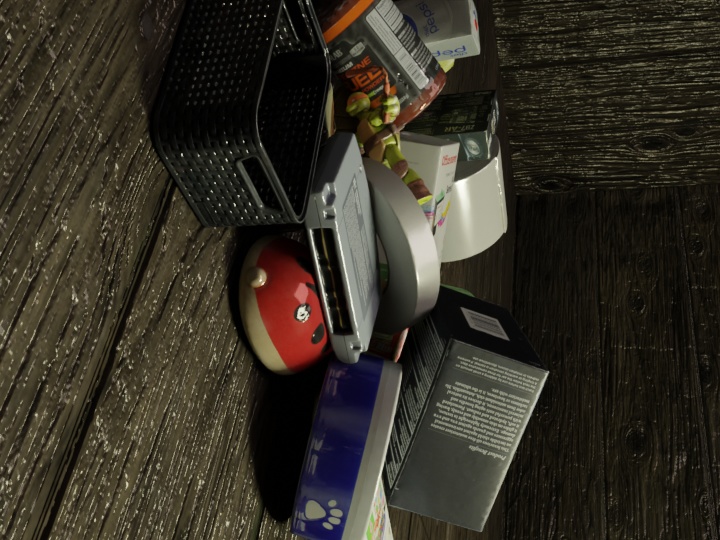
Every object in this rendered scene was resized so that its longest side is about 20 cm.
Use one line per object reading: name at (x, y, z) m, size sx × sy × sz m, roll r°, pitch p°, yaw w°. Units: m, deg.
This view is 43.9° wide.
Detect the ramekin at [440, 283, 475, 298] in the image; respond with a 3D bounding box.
ramekin at (0.103, 0.113, 1.304) m, size 0.200 × 0.095 × 0.205 m, roll -172°, pitch -90°, yaw -72°

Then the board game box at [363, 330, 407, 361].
board game box at (0.021, 0.129, 1.182) m, size 0.200 × 0.045 × 0.154 m, roll -56°, pitch 162°, yaw -65°

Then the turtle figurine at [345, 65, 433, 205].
turtle figurine at (0.020, -0.138, 1.029) m, size 0.064 × 0.199 × 0.164 m, roll -25°, pitch 86°, yaw -30°

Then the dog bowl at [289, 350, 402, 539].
dog bowl at (-0.014, 0.189, 0.956) m, size 0.200 × 0.077 × 0.205 m, roll 14°, pitch 89°, yaw -89°

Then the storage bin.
storage bin at (-0.096, -0.152, 0.784) m, size 0.136 × 0.091 × 0.204 m, roll 67°, pitch 27°, yaw -54°

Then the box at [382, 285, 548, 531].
box at (0.106, 0.149, 1.027) m, size 0.200 × 0.121 × 0.202 m, roll -100°, pitch -151°, yaw -73°

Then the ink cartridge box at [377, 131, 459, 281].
ink cartridge box at (0.066, -0.073, 1.163) m, size 0.145 × 0.082 × 0.205 m, roll -32°, pitch 131°, yaw -72°

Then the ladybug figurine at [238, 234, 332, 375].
ladybug figurine at (-0.065, 0.036, 0.914) m, size 0.200 × 0.070 × 0.139 m, roll 43°, pitch 47°, yaw -69°

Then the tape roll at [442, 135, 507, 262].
tape roll at (0.130, -0.129, 1.423) m, size 0.204 × 0.198 × 0.141 m, roll -72°, pitch 154°, yaw -51°

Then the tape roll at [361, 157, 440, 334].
tape roll at (0.013, -0.026, 1.021) m, size 0.037 × 0.201 × 0.207 m, roll -25°, pitch 119°, yaw -30°

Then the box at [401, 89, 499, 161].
box at (0.100, -0.210, 1.321) m, size 0.161 × 0.195 × 0.044 m, roll -69°, pitch 152°, yaw -55°

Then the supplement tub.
supplement tub at (0.006, -0.270, 1.050) m, size 0.200 × 0.106 × 0.108 m, roll 48°, pitch 31°, yaw -18°

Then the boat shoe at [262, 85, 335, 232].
boat shoe at (-0.057, -0.124, 0.962) m, size 0.074 × 0.074 × 0.204 m, roll 71°, pitch 23°, yaw -55°

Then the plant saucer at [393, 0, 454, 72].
plant saucer at (0.090, -0.348, 1.269) m, size 0.200 × 0.047 × 0.205 m, roll 178°, pitch -87°, yaw -78°

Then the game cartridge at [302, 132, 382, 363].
game cartridge at (-0.014, -0.026, 0.904) m, size 0.134 × 0.039 × 0.204 m, roll -66°, pitch 152°, yaw -51°

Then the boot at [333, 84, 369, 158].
boot at (0.004, -0.145, 1.193) m, size 0.155 × 0.071 × 0.205 m, roll -30°, pitch 118°, yaw -73°

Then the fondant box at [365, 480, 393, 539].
fondant box at (-0.004, 0.357, 1.133) m, size 0.145 × 0.057 × 0.204 m, roll -67°, pitch 152°, yaw -57°

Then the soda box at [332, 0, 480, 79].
soda box at (0.050, -0.299, 1.139) m, size 0.068 × 0.195 × 0.065 m, roll 25°, pitch 60°, yaw -72°
